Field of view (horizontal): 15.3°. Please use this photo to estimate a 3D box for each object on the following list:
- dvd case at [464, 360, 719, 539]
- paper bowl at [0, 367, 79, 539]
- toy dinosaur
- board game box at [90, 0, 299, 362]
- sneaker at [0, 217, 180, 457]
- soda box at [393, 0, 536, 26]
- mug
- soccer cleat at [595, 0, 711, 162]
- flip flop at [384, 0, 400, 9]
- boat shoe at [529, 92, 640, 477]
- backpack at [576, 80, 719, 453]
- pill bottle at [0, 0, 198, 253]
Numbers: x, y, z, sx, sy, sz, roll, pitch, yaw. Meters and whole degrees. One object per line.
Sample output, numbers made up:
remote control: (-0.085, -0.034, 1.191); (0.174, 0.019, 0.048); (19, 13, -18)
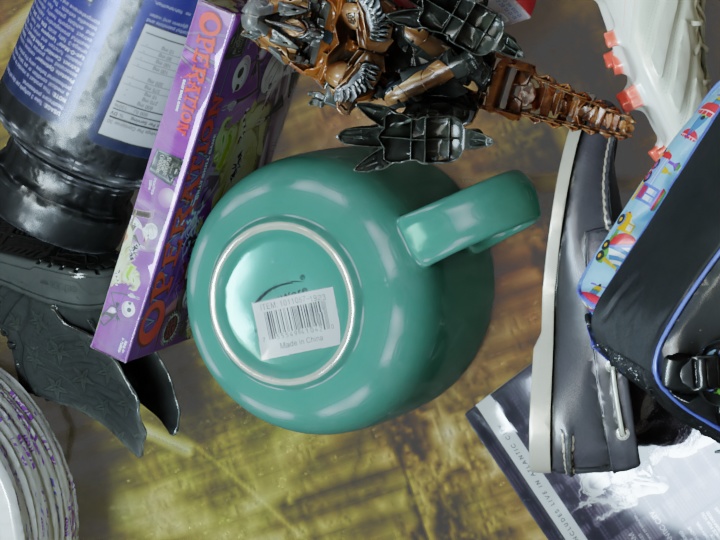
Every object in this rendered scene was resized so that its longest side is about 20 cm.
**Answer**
dvd case: (0.170, 0.082, 1.421); (0.200, 0.016, 0.149); (-39, 80, 24)
paper bowl: (-0.252, 0.139, 1.575); (0.200, 0.104, 0.202); (6, 103, 28)
toy dinosaur: (0.038, -0.108, 1.361); (0.199, 0.136, 0.103); (-4, 97, 4)
board game box: (-0.084, -0.053, 1.470); (0.032, 0.120, 0.201); (25, 107, 21)
sneaker: (-0.188, 0.030, 1.558); (0.199, 0.060, 0.105); (16, 119, 37)
soda box: (0.012, -0.204, 1.366); (0.070, 0.064, 0.200); (-15, 134, 43)
mug: (-0.010, -0.001, 1.443); (0.152, 0.114, 0.186); (34, 110, 18)
soccer cleat: (0.154, -0.141, 1.377); (0.077, 0.069, 0.201); (-23, 92, 0)
flip flop: (-0.040, -0.196, 1.434); (0.199, 0.081, 0.058); (24, 144, -12)
boat shoe: (0.127, 0.009, 1.400); (0.062, 0.073, 0.201); (6, 83, 9)
backpack: (0.233, 0.019, 1.309); (0.200, 0.134, 0.183); (32, 88, -23)
pill bottle: (-0.136, -0.116, 1.491); (0.112, 0.112, 0.201); (32, 108, 19)
